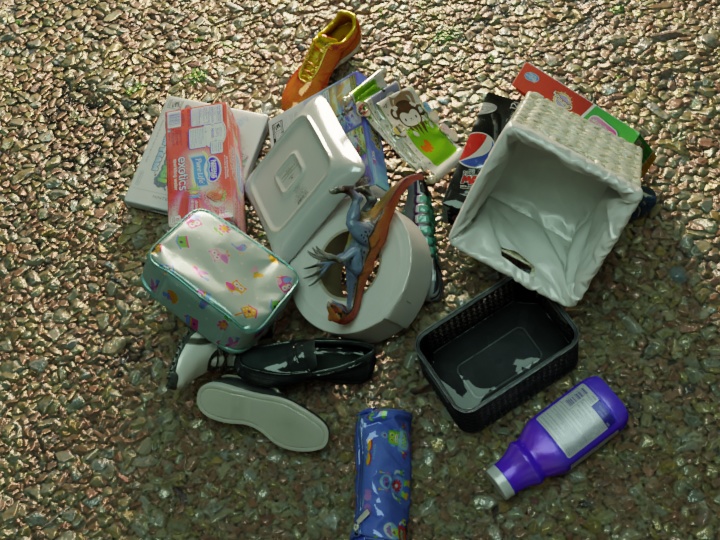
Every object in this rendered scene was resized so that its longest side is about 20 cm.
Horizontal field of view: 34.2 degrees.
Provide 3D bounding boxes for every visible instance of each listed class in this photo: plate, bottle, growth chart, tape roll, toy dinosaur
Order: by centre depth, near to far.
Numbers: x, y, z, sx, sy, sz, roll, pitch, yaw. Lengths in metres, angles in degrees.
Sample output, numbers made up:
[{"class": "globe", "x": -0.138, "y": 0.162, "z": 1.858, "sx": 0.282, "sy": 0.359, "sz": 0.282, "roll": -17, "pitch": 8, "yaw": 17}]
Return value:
[{"class": "bottle", "x": 0.258, "y": 0.227, "z": 1.554, "sx": 0.199, "sy": 0.065, "sz": 0.084, "roll": -36, "pitch": 64, "yaw": -7}, {"class": "toy dinosaur", "x": -0.002, "y": -0.024, "z": 1.585, "sx": 0.198, "sy": 0.105, "sz": 0.183, "roll": -12, "pitch": 88, "yaw": 15}, {"class": "tape roll", "x": 0.000, "y": 0.000, "z": 1.666, "sx": 0.201, "sy": 0.071, "sz": 0.204, "roll": -9, "pitch": 71, "yaw": 27}, {"class": "plate", "x": -0.094, "y": -0.137, "z": 1.717, "sx": 0.200, "sy": 0.032, "sz": 0.201, "roll": -48, "pitch": 43, "yaw": 20}, {"class": "growth chart", "x": 0.073, "y": -0.218, "z": 1.745, "sx": 0.200, "sy": 0.018, "sz": 0.145, "roll": 43, "pitch": 46, "yaw": -6}]

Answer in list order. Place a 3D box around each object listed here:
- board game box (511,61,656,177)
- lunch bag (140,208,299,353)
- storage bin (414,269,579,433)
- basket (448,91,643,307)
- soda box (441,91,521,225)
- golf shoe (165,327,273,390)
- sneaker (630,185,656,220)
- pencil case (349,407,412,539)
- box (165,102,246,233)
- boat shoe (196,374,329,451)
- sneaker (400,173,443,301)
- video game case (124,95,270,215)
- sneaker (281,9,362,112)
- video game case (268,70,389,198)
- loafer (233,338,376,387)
[{"class": "board game box", "x": 0.327, "y": -0.217, "z": 1.699, "sx": 0.200, "sy": 0.153, "sz": 0.040, "roll": 38, "pitch": 98, "yaw": 23}, {"class": "lunch bag", "x": -0.191, "y": 0.013, "z": 1.634, "sx": 0.199, "sy": 0.077, "sz": 0.161, "roll": 36, "pitch": 44, "yaw": 3}, {"class": "storage bin", "x": 0.188, "y": 0.111, "z": 1.605, "sx": 0.199, "sy": 0.094, "sz": 0.136, "roll": -32, "pitch": 64, "yaw": -5}, {"class": "basket", "x": 0.252, "y": -0.098, "z": 1.566, "sx": 0.197, "sy": 0.201, "sz": 0.161, "roll": 28, "pitch": 31, "yaw": 2}, {"class": "soda box", "x": 0.184, "y": -0.161, "z": 1.743, "sx": 0.063, "sy": 0.071, "sz": 0.201, "roll": 18, "pitch": 70, "yaw": 13}, {"class": "golf shoe", "x": -0.194, "y": 0.109, "z": 1.651, "sx": 0.094, "sy": 0.078, "sz": 0.200, "roll": 31, "pitch": 47, "yaw": 11}, {"class": "sneaker", "x": 0.331, "y": -0.129, "z": 1.703, "sx": 0.198, "sy": 0.077, "sz": 0.086, "roll": 7, "pitch": 63, "yaw": 13}, {"class": "pencil case", "x": 0.026, "y": 0.280, "z": 1.560, "sx": 0.078, "sy": 0.087, "sz": 0.202, "roll": -18, "pitch": 57, "yaw": 38}, {"class": "box", "x": -0.232, "y": -0.141, "z": 1.770, "sx": 0.102, "sy": 0.095, "sz": 0.202, "roll": -9, "pitch": 65, "yaw": 6}, {"class": "boat shoe", "x": -0.130, "y": 0.196, "z": 1.640, "sx": 0.198, "sy": 0.060, "sz": 0.075, "roll": 13, "pitch": 111, "yaw": 16}, {"class": "sneaker", "x": 0.066, "y": -0.048, "z": 1.713, "sx": 0.087, "sy": 0.074, "sz": 0.202, "roll": -10, "pitch": 65, "yaw": 11}, {"class": "video game case", "x": -0.257, "y": -0.174, "z": 1.854, "sx": 0.181, "sy": 0.024, "sz": 0.201, "roll": 13, "pitch": 68, "yaw": 15}, {"class": "sneaker", "x": -0.070, "y": -0.333, "z": 1.864, "sx": 0.073, "sy": 0.077, "sz": 0.201, "roll": 23, "pitch": 70, "yaw": 23}, {"class": "video game case", "x": -0.050, "y": -0.173, "z": 1.764, "sx": 0.180, "sy": 0.045, "sz": 0.202, "roll": -24, "pitch": 60, "yaw": 31}, {"class": "loafer", "x": -0.076, "y": 0.121, "z": 1.629, "sx": 0.199, "sy": 0.071, "sz": 0.068, "roll": 1, "pitch": 50, "yaw": -11}]
